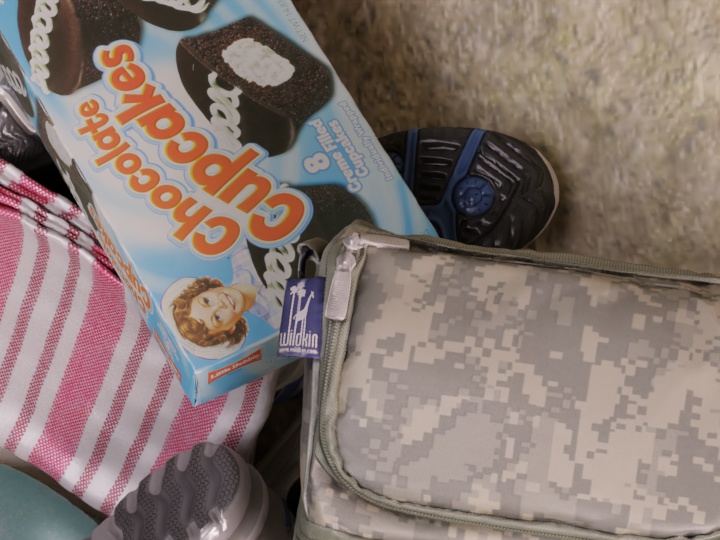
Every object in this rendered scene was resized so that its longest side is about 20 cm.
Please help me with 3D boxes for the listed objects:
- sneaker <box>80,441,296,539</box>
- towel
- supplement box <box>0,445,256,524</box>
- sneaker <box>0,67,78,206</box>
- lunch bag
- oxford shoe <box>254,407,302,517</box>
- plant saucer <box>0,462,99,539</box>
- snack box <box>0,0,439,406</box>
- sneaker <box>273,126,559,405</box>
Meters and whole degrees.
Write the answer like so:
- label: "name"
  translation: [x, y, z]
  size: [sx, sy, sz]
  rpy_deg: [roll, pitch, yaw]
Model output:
- label: "sneaker"
  translation: [-0.101, 0.153, 1.143]
  size: [0.200, 0.082, 0.075]
  rpy_deg: [-32, 40, 28]
- label: "towel"
  translation: [-0.134, 0.034, 1.144]
  size: [0.200, 0.030, 0.147]
  rpy_deg: [32, 136, 10]
- label: "supplement box"
  translation: [-0.109, 0.035, 1.253]
  size: [0.126, 0.073, 0.201]
  rpy_deg: [20, 108, 39]
- label: "sneaker"
  translation: [-0.123, -0.101, 1.210]
  size: [0.075, 0.200, 0.115]
  rpy_deg: [51, 162, -27]
- label: "lunch bag"
  translation: [0.068, 0.074, 1.008]
  size: [0.199, 0.139, 0.169]
  rpy_deg: [7, 99, 5]
- label: "oxford shoe"
  translation: [-0.033, 0.129, 1.186]
  size: [0.200, 0.075, 0.058]
  rpy_deg: [-56, 28, 34]
- label: "plant saucer"
  translation: [-0.141, 0.178, 1.259]
  size: [0.200, 0.036, 0.200]
  rpy_deg: [32, 145, 26]
- label: "snack box"
  translation: [-0.063, -0.055, 1.098]
  size: [0.200, 0.116, 0.037]
  rpy_deg: [58, 163, 21]
- label: "sneaker"
  translation: [0.000, 0.000, 1.155]
  size: [0.199, 0.077, 0.076]
  rpy_deg: [-27, 72, 23]
